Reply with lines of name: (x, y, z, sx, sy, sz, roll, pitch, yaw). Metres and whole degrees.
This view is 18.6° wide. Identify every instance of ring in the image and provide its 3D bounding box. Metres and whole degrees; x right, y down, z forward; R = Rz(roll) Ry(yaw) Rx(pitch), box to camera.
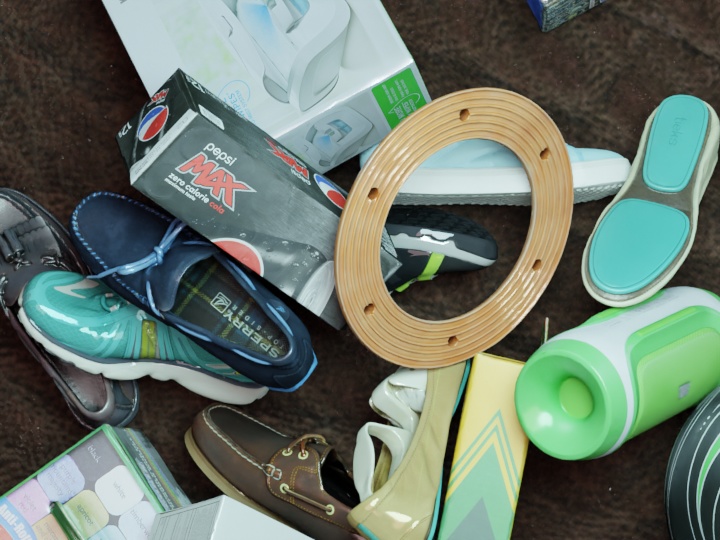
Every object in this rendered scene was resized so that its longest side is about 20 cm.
ring: (0.062, -0.029, 1.486, 0.019, 0.200, 0.201, 31, 86, 49)

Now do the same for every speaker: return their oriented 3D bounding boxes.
speaker: (0.185, 0.067, 1.486, 0.088, 0.199, 0.089, 9, 106, 33)

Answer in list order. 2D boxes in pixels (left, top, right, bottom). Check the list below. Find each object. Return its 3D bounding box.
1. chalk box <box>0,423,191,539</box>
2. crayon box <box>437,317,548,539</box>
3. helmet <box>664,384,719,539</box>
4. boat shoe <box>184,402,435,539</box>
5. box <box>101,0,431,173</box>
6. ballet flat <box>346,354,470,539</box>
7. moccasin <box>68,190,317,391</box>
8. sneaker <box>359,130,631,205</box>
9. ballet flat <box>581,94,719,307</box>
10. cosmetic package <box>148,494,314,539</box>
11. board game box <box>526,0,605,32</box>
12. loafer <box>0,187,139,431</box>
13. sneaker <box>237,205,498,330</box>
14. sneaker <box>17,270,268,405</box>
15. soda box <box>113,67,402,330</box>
chalk box: (-0.182, 0.189, 1.499, 0.123, 0.200, 0.125, -34, 84, 0)
crayon box: (0.090, 0.131, 1.526, 0.050, 0.127, 0.202, 11, 85, 4)
helmet: (0.303, 0.148, 1.480, 0.198, 0.200, 0.192, -8, 77, 3)
boat shoe: (-0.033, 0.151, 1.544, 0.199, 0.070, 0.071, 36, 120, 12)
box: (-0.072, -0.165, 1.555, 0.176, 0.097, 0.201, -28, 69, 2)
ballet flat: (0.032, 0.107, 1.510, 0.063, 0.201, 0.069, 29, 131, -15)
moccasin: (-0.111, 0.003, 1.478, 0.199, 0.068, 0.081, 30, 79, 11)
sneaker: (0.096, -0.090, 1.571, 0.198, 0.074, 0.083, 1, 85, 1)
ballet flat: (0.205, -0.035, 1.529, 0.069, 0.070, 0.201, 27, 56, 5)
cosmetic package: (-0.040, 0.213, 1.436, 0.199, 0.082, 0.051, 30, 61, -28)
board game box: (0.182, -0.293, 1.570, 0.199, 0.097, 0.160, -28, 84, 1)
loafer: (-0.222, 0.024, 1.584, 0.072, 0.063, 0.201, -31, 84, 0)
sneaker: (0.000, 0.000, 1.582, 0.198, 0.072, 0.084, 2, 104, 7)
sneaker: (-0.141, 0.031, 1.547, 0.198, 0.080, 0.078, 12, 51, -16)
soda box: (-0.067, -0.045, 1.462, 0.071, 0.063, 0.200, -45, 125, 14)
